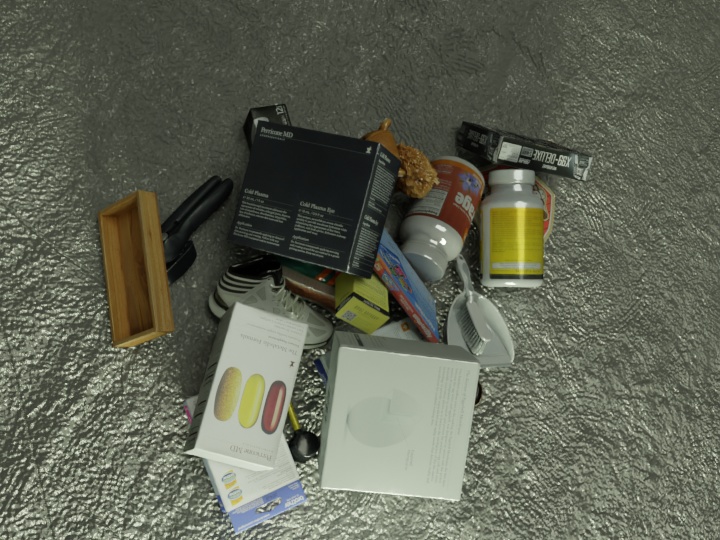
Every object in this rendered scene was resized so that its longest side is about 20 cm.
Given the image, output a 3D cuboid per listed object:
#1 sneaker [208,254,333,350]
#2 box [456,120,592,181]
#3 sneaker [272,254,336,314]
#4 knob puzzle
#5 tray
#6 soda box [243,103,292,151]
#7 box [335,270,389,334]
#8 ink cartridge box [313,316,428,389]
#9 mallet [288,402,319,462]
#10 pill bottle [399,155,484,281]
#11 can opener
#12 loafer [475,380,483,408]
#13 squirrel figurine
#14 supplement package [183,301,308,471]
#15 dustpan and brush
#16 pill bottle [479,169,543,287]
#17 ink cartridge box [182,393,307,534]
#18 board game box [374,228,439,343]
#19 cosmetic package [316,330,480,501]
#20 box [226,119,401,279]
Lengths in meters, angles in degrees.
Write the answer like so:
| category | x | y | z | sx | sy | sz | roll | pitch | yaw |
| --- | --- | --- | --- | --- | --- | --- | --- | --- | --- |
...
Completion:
| category | x | y | z | sx | sy | sz | roll | pitch | yaw |
| --- | --- | --- | --- | --- | --- | --- | --- | --- | --- |
| sneaker | -0.117 | 0.048 | 1.144 | 0.199 | 0.116 | 0.076 | 20 | 43 | -18 |
| box | 0.299 | -0.221 | 1.411 | 0.198 | 0.158 | 0.050 | 7 | 107 | -23 |
| sneaker | -0.050 | 0.014 | 1.221 | 0.199 | 0.071 | 0.080 | 25 | 61 | -21 |
| knob puzzle | 0.298 | -0.125 | 1.450 | 0.218 | 0.030 | 0.222 | 8 | 71 | -23 |
| tray | -0.318 | -0.001 | 1.083 | 0.037 | 0.098 | 0.202 | 5 | 70 | -54 |
| soda box | -0.130 | -0.162 | 1.238 | 0.063 | 0.071 | 0.201 | -13 | 80 | -23 |
| box | 0.000 | 0.000 | 1.195 | 0.075 | 0.050 | 0.201 | 30 | 36 | -28 |
| ink cartridge box | 0.049 | 0.193 | 1.227 | 0.199 | 0.041 | 0.201 | -21 | 84 | -30 |
| mallet | -0.115 | 0.195 | 1.158 | 0.041 | 0.066 | 0.201 | -16 | 66 | -22 |
| pill bottle | 0.134 | -0.088 | 1.315 | 0.112 | 0.112 | 0.201 | 30 | 64 | -14 |
| can opener | -0.265 | -0.074 | 1.164 | 0.063 | 0.079 | 0.201 | 15 | 57 | 23 |
| loafer | 0.115 | 0.176 | 1.200 | 0.199 | 0.071 | 0.074 | 17 | 67 | -21 |
| squirrel figurine | 0.028 | -0.174 | 1.249 | 0.199 | 0.187 | 0.143 | -6 | 76 | -26 |
| supplement package | -0.157 | 0.163 | 1.055 | 0.113 | 0.109 | 0.202 | 18 | 69 | -15 |
| dustpan and brush | 0.189 | 0.066 | 1.319 | 0.139 | 0.057 | 0.201 | 2 | 54 | -29 |
| pill bottle | 0.265 | -0.072 | 1.344 | 0.111 | 0.112 | 0.202 | 0 | 91 | -25 |
| ink cartridge box | -0.167 | 0.260 | 1.106 | 0.119 | 0.042 | 0.201 | -18 | 80 | -27 |
| board game box | 0.070 | 0.019 | 1.225 | 0.200 | 0.019 | 0.103 | 53 | 22 | -32 |
| cosmetic package | 0.049 | 0.204 | 1.094 | 0.198 | 0.123 | 0.201 | 8 | 94 | -6 |
| box | -0.065 | -0.102 | 1.108 | 0.199 | 0.104 | 0.184 | 15 | 90 | 21 |
